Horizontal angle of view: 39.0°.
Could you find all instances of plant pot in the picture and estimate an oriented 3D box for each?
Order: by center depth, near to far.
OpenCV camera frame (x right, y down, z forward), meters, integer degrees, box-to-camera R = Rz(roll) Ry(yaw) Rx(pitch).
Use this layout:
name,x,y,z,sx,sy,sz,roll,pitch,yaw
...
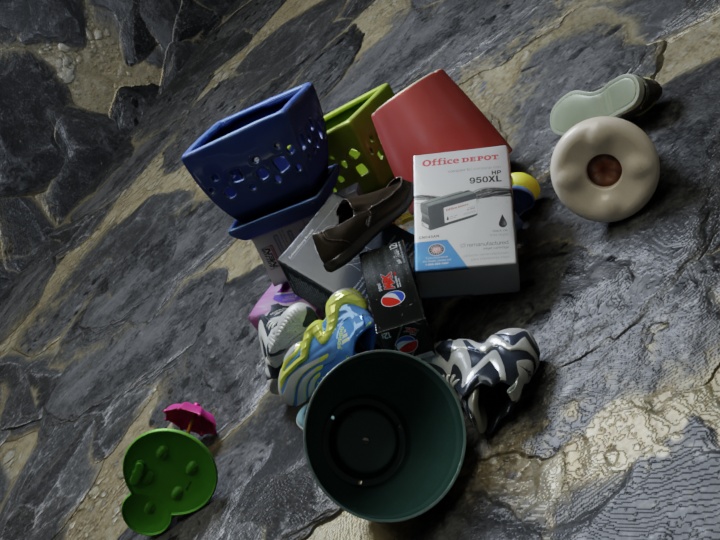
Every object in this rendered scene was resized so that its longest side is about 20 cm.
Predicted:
name,x,y,z,sx,sy,sz,roll,pitch,yaw
plant pot,0.017,0.208,1.263,0.201,0.200,0.134,-51,1,-17
plant pot,0.120,-0.217,1.666,0.199,0.178,0.200,-33,3,2
plant pot,-0.148,-0.173,1.672,0.198,0.181,0.200,-20,18,18
plant pot,-0.012,-0.195,1.854,0.198,0.183,0.200,-21,17,34

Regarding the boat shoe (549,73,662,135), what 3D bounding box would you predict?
name,x,y,z,sx,sy,sz,roll,pitch,yaw
boat shoe,0.377,-0.252,1.575,0.201,0.060,0.073,-12,82,58

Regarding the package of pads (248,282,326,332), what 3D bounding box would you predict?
name,x,y,z,sx,sy,sz,roll,pitch,yaw
package of pads,-0.091,0.054,1.737,0.199,0.076,0.121,-8,40,48

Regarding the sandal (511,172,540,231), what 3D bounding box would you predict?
name,x,y,z,sx,sy,sz,roll,pitch,yaw
sandal,0.182,-0.080,1.569,0.199,0.079,0.088,-25,35,33

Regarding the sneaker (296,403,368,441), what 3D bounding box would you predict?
name,x,y,z,sx,sy,sz,roll,pitch,yaw
sneaker,-0.035,0.193,1.447,0.199,0.082,0.074,-11,39,47

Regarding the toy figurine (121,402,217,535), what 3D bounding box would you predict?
name,x,y,z,sx,sy,sz,roll,pitch,yaw
toy figurine,-0.297,0.299,1.643,0.201,0.149,0.184,-60,6,19

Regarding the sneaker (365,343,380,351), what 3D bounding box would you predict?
name,x,y,z,sx,sy,sz,roll,pitch,yaw
sneaker,-0.011,0.139,1.518,0.089,0.074,0.200,-56,21,-8

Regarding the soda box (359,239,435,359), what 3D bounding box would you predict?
name,x,y,z,sx,sy,sz,roll,pitch,yaw
soda box,0.047,0.043,1.379,0.070,0.064,0.201,-17,32,4

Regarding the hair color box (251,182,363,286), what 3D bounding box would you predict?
name,x,y,z,sx,sy,sz,roll,pitch,yaw
hair color box,-0.076,-0.061,1.721,0.198,0.100,0.061,-22,16,10

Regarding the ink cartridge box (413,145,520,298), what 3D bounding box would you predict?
name,x,y,z,sx,sy,sz,roll,pitch,yaw
ink cartridge box,0.150,-0.070,1.458,0.143,0.084,0.202,-5,59,9

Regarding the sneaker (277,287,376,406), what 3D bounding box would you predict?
name,x,y,z,sx,sy,sz,roll,pitch,yaw
sneaker,-0.043,0.127,1.436,0.105,0.075,0.201,45,112,44

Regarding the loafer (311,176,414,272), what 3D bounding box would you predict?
name,x,y,z,sx,sy,sz,roll,pitch,yaw
loafer,0.005,-0.082,1.476,0.200,0.072,0.073,-45,11,-33

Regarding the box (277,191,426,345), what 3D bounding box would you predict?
name,x,y,z,sx,sy,sz,roll,pitch,yaw
box,0.000,0.000,1.561,0.199,0.107,0.149,30,70,26

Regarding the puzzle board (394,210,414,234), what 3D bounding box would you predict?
name,x,y,z,sx,sy,sz,roll,pitch,yaw
puzzle board,0.038,-0.075,1.820,0.199,0.017,0.152,-24,32,34

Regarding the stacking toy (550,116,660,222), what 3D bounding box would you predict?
name,x,y,z,sx,sy,sz,roll,pitch,yaw
stacking toy,0.353,-0.165,1.444,0.145,0.147,0.200,-28,10,26

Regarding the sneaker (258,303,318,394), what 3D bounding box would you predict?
name,x,y,z,sx,sy,sz,roll,pitch,yaw
sneaker,-0.118,0.086,1.578,0.079,0.200,0.130,-10,53,-13

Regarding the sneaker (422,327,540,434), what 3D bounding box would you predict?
name,x,y,z,sx,sy,sz,roll,pitch,yaw
sneaker,0.128,0.153,1.285,0.197,0.080,0.130,-13,28,28
